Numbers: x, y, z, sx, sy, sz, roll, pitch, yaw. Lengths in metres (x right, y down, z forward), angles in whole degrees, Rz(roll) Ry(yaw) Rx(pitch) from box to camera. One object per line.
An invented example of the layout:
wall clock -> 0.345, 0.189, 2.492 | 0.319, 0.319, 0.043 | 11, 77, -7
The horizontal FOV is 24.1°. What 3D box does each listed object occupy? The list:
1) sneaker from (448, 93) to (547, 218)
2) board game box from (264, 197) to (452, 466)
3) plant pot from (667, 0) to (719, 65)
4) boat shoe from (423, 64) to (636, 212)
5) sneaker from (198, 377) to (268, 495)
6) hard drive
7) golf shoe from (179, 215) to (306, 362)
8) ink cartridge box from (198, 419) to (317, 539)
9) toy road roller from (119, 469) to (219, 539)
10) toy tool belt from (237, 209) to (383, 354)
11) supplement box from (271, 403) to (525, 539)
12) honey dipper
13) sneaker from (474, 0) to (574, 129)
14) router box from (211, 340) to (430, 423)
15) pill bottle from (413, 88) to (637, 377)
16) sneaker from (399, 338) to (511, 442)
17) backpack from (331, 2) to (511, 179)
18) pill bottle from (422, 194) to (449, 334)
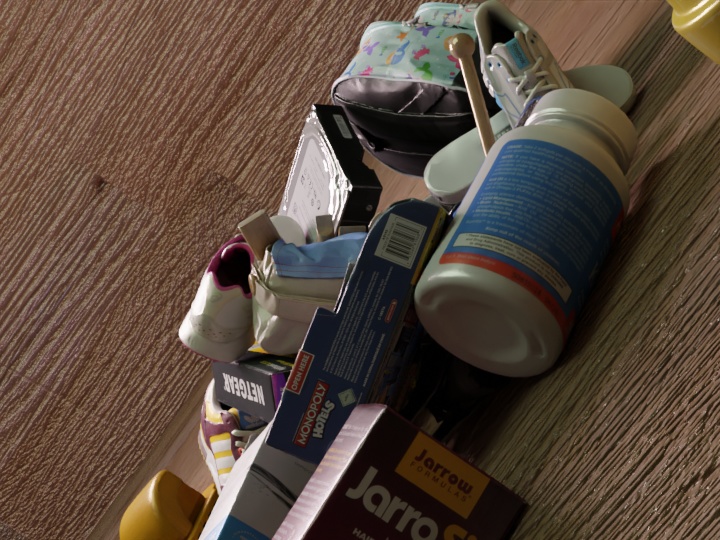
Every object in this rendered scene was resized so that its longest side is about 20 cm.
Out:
sneaker -> 0.115, -0.046, 1.335 | 0.075, 0.078, 0.200 | 32, 104, 43
board game box -> 0.011, 0.047, 1.265 | 0.200, 0.062, 0.200 | 33, -101, -80
plant pot -> 0.245, -0.261, 1.127 | 0.201, 0.189, 0.201 | -54, 8, 11
boat shoe -> 0.153, -0.111, 1.473 | 0.200, 0.064, 0.071 | -27, 52, 13
sneaker -> -0.101, 0.174, 1.575 | 0.200, 0.075, 0.090 | 51, 143, 43
hard drive -> -0.040, -0.040, 1.620 | 0.140, 0.038, 0.200 | -114, 33, -46
golf shoe -> -0.093, -0.002, 1.519 | 0.200, 0.075, 0.092 | -60, -11, -50
ink cartridge box -> -0.055, 0.201, 1.344 | 0.068, 0.116, 0.200 | -51, 9, 35
toy road roller -> -0.170, 0.286, 1.621 | 0.123, 0.146, 0.200 | -51, 8, 38
toy tool belt -> 0.000, 0.000, 1.442 | 0.125, 0.199, 0.123 | -142, 45, -81
supplement box -> -0.002, 0.194, 1.037 | 0.200, 0.110, 0.086 | -57, 8, -10
honey dipper -> 0.107, -0.103, 1.411 | 0.038, 0.201, 0.038 | -15, -5, -1
sneaker -> 0.142, -0.150, 1.405 | 0.075, 0.087, 0.200 | -32, 52, 2
router box -> -0.035, 0.091, 1.497 | 0.200, 0.149, 0.051 | -175, 75, -70
pill bottle -> 0.126, -0.033, 1.204 | 0.200, 0.112, 0.112 | -60, 8, -30
sneaker -> 0.090, 0.048, 1.295 | 0.104, 0.060, 0.200 | -39, 21, 58
backpack -> 0.080, -0.168, 1.631 | 0.200, 0.178, 0.151 | 2, 56, 36
pill bottle -> 0.049, 0.001, 1.591 | 0.109, 0.109, 0.200 | -60, 8, -29
